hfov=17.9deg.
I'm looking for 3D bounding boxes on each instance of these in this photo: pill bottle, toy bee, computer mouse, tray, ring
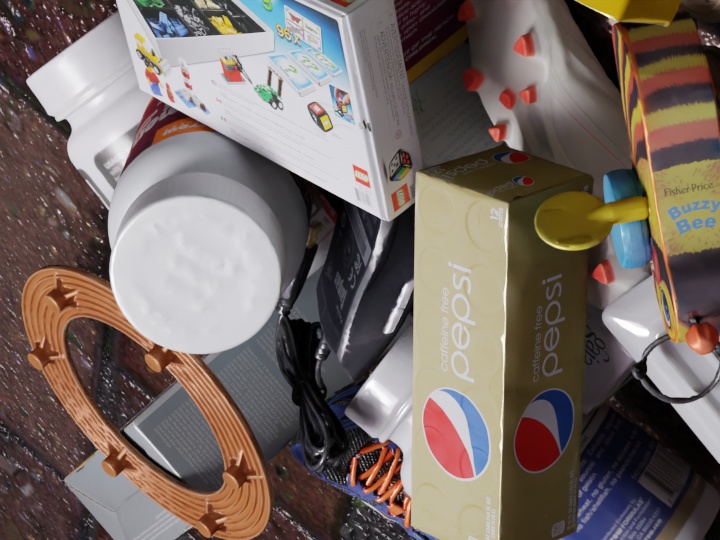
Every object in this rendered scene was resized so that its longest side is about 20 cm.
[{"bbox_3d":[-0.081,-0.037,1.270,0.109,0.200,0.110,1,113,2],"label":"pill bottle"},{"bbox_3d":[0.160,-0.014,1.053,0.200,0.131,0.109,57,-172,-23],"label":"toy bee"},{"bbox_3d":[0.000,0.000,1.263,0.141,0.046,0.200,-112,32,-55],"label":"computer mouse"},{"bbox_3d":[0.093,0.110,1.294,0.200,0.111,0.111,38,150,3],"label":"pill bottle"},{"bbox_3d":[-0.109,-0.068,1.432,0.200,0.114,0.114,53,150,-8],"label":"pill bottle"},{"bbox_3d":[0.222,0.068,1.159,0.107,0.022,0.200,-36,107,18],"label":"tray"},{"bbox_3d":[-0.128,0.081,1.322,0.200,0.019,0.201,34,148,25],"label":"ring"}]

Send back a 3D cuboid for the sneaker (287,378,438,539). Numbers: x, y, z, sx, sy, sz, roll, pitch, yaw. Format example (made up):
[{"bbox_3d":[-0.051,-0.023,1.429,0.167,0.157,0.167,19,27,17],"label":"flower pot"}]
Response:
[{"bbox_3d":[0.035,0.129,1.439,0.200,0.075,0.078,26,-161,-44],"label":"sneaker"}]

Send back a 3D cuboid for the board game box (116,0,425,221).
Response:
[{"bbox_3d":[-0.054,-0.116,1.165,0.200,0.035,0.126,30,145,38],"label":"board game box"}]

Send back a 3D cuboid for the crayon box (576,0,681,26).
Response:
[{"bbox_3d":[0.073,-0.223,0.971,0.200,0.058,0.173,31,106,26],"label":"crayon box"}]

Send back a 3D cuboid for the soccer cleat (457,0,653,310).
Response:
[{"bbox_3d":[0.112,-0.075,1.186,0.069,0.077,0.200,-26,84,54],"label":"soccer cleat"}]

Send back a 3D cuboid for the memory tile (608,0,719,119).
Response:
[{"bbox_3d":[0.204,-0.080,1.052,0.200,0.017,0.153,50,151,-2],"label":"memory tile"}]

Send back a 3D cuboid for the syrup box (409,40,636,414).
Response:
[{"bbox_3d":[0.088,-0.025,1.256,0.200,0.081,0.079,44,151,10],"label":"syrup box"}]

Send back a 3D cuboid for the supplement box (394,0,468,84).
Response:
[{"bbox_3d":[-0.013,-0.193,1.169,0.131,0.103,0.200,39,150,21],"label":"supplement box"}]

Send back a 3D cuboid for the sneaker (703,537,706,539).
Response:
[{"bbox_3d":[0.137,0.128,1.404,0.200,0.074,0.082,41,119,23],"label":"sneaker"}]

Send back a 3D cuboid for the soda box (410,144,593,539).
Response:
[{"bbox_3d":[0.071,0.043,1.166,0.068,0.064,0.200,22,120,43],"label":"soda box"}]

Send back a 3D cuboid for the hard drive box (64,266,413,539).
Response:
[{"bbox_3d":[-0.078,0.086,1.486,0.077,0.200,0.156,50,150,-1],"label":"hard drive box"}]
